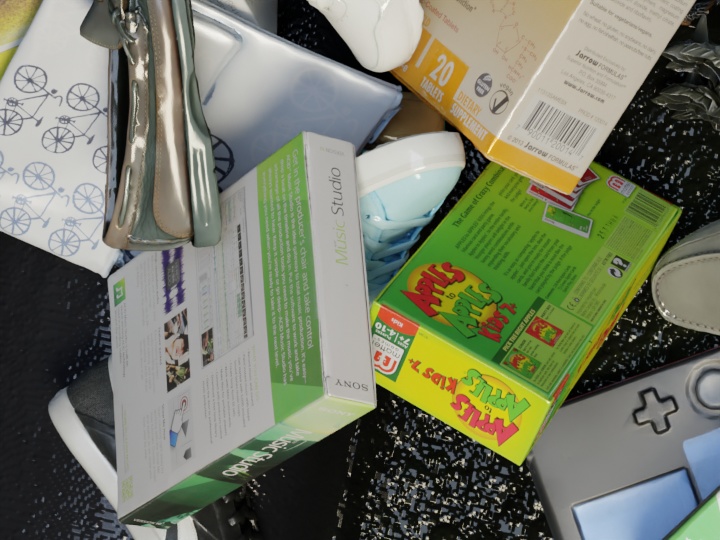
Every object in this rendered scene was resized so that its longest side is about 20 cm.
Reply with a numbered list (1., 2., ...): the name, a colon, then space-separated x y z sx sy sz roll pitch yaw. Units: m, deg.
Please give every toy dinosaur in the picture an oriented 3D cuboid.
1. toy dinosaur: 0.215 -0.149 1.335 0.199 0.102 0.136 20 76 31

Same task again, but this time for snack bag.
1. snack bag: -0.103 -0.064 1.350 0.199 0.021 0.189 23 127 -16

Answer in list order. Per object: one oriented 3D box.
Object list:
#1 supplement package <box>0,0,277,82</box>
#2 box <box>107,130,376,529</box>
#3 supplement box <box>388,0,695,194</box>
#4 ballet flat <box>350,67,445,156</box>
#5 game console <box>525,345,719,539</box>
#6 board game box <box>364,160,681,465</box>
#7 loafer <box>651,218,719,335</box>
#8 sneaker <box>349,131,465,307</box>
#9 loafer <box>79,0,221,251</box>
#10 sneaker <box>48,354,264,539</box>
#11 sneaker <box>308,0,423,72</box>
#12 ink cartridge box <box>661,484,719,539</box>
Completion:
1. supplement package: -0.156 -0.153 1.364 0.199 0.110 0.114 -20 128 16
2. box: -0.065 0.035 1.294 0.200 0.036 0.145 -34 54 48
3. supplement box: 0.107 -0.160 1.305 0.201 0.073 0.126 -58 42 12
4. ballet flat: -0.047 -0.090 1.405 0.199 0.069 0.063 14 64 8
5. game console: 0.197 0.147 1.365 0.176 0.031 0.201 -20 86 10
6. board game box: 0.084 0.007 1.305 0.101 0.200 0.048 29 129 10
7. loafer: 0.228 0.010 1.299 0.199 0.070 0.070 -6 120 46
8. sneaker: 0.000 0.000 1.322 0.200 0.074 0.082 -41 69 46
9. loafer: -0.112 -0.105 1.250 0.062 0.072 0.201 -10 103 -6
10. sneaker: -0.076 0.116 1.395 0.112 0.073 0.200 -41 81 10
11. sneaker: -0.042 -0.173 1.271 0.099 0.078 0.201 -39 119 -16
12. ink cartridge box: 0.252 0.187 1.296 0.146 0.084 0.200 -44 82 9
